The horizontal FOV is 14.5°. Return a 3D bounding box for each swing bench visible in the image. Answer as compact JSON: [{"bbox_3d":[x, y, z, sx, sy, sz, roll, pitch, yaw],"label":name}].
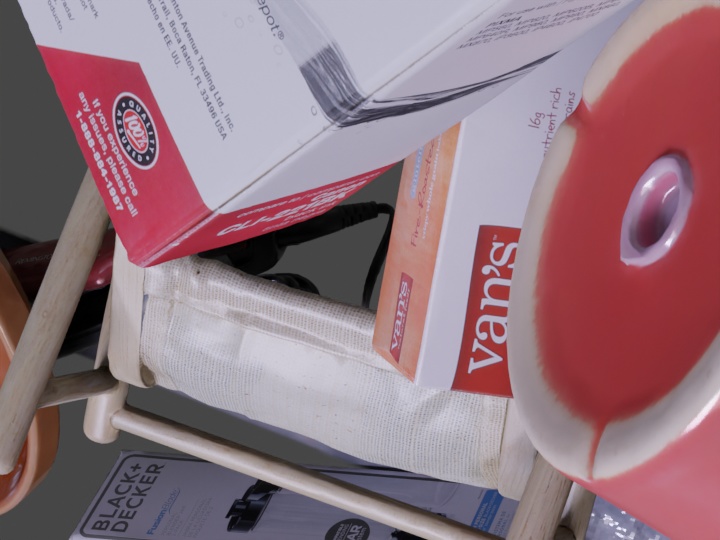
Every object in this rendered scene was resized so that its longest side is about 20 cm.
[{"bbox_3d":[0.000,0.000,0.990,0.198,0.130,0.201,19,96,12],"label":"swing bench"}]

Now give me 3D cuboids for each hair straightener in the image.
[{"bbox_3d":[-0.064,0.010,1.121,0.200,0.041,0.077,-15,122,31],"label":"hair straightener"}]

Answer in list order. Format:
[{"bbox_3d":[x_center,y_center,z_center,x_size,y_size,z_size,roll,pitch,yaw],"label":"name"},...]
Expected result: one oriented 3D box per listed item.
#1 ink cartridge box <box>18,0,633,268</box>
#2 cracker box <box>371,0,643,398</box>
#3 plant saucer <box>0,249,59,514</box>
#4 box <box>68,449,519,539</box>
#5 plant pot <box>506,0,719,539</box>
[{"bbox_3d":[-0.011,-0.109,0.789,0.200,0.084,0.145,-33,78,49],"label":"ink cartridge box"},{"bbox_3d":[0.114,-0.022,0.879,0.199,0.058,0.134,7,100,-15],"label":"cracker box"},{"bbox_3d":[-0.195,0.011,1.151,0.200,0.032,0.201,29,141,27],"label":"plant saucer"},{"bbox_3d":[-0.012,0.142,1.194,0.199,0.060,0.117,2,131,25],"label":"box"},{"bbox_3d":[0.149,0.011,0.757,0.177,0.201,0.200,18,141,-23],"label":"plant pot"}]
